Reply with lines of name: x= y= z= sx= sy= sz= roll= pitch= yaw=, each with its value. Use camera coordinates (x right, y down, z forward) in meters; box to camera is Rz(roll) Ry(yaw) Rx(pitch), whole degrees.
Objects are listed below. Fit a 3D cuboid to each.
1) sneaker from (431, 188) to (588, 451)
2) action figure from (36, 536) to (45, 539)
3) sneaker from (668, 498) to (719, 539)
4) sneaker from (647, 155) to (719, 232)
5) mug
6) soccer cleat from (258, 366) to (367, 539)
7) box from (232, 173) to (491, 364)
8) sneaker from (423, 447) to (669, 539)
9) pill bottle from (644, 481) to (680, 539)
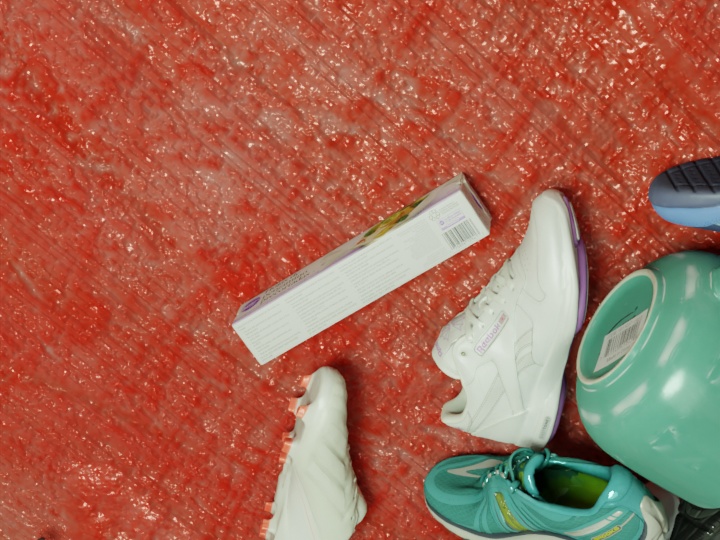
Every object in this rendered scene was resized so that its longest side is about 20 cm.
sneaker: x=0.104 y=0.038 z=0.886 sx=0.099 sy=0.075 sz=0.201 roll=8 pitch=115 yaw=2
action figure: x=-0.292 y=0.335 z=1.057 sx=0.199 sy=0.105 sz=0.194 roll=-23 pitch=101 yaw=14
sneaker: x=0.249 y=0.200 z=0.856 sx=0.091 sy=0.076 sz=0.200 roll=37 pitch=94 yaw=-7
sneaker: x=0.289 y=-0.029 z=0.837 sx=0.198 sy=0.074 sz=0.083 roll=6 pitch=117 yaw=5
mug: x=0.223 y=0.051 z=0.838 sx=0.114 sy=0.152 sz=0.186 roll=29 pitch=100 yaw=-11
soccer cleat: x=-0.028 y=0.157 z=0.965 sx=0.077 sy=0.069 sz=0.201 roll=12 pitch=122 yaw=-4
box: x=0.000 y=0.000 z=0.901 sx=0.199 sy=0.039 sz=0.042 roll=-31 pitch=106 yaw=19
sneaker: x=0.124 y=0.154 z=0.903 sx=0.199 sy=0.078 sz=0.080 roll=-1 pitch=136 yaw=43
pill bottle: x=0.159 y=0.238 z=0.945 sx=0.199 sy=0.114 sz=0.115 roll=-26 pitch=110 yaw=9
